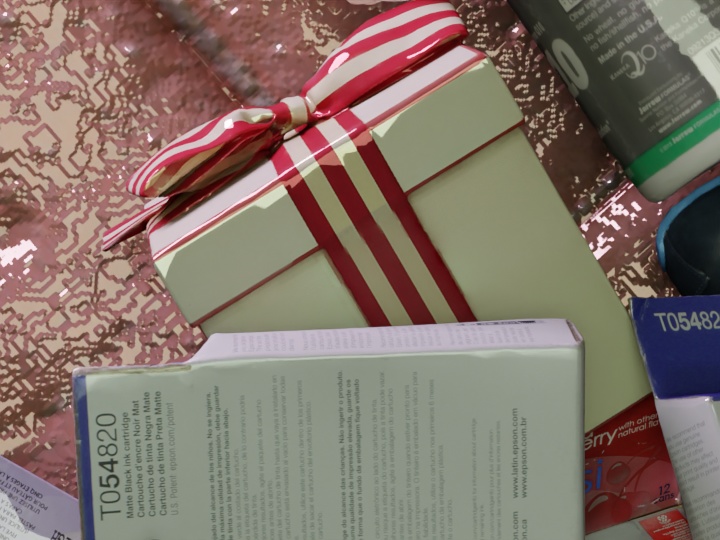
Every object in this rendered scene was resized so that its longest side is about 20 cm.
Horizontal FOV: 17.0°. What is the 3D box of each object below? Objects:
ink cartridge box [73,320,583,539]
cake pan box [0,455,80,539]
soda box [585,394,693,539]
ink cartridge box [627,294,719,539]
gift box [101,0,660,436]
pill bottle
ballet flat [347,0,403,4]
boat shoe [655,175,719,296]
[{"bbox_3d":[-0.010,0.122,0.960,0.199,0.041,0.201,-2,104,-5],"label":"ink cartridge box"},{"bbox_3d":[-0.132,0.202,1.049,0.199,0.052,0.185,31,77,0],"label":"cake pan box"},{"bbox_3d":[0.074,0.120,1.052,0.199,0.070,0.063,-22,128,31],"label":"soda box"},{"bbox_3d":[0.218,0.095,0.998,0.199,0.041,0.201,-3,69,-35],"label":"ink cartridge box"},{"bbox_3d":[0.000,0.000,1.064,0.184,0.200,0.187,-32,102,-6],"label":"gift box"},{"bbox_3d":[0.123,-0.142,1.103,0.113,0.113,0.200,-34,86,-2],"label":"pill bottle"},{"bbox_3d":[-0.010,-0.159,1.099,0.199,0.064,0.076,29,48,33],"label":"ballet flat"},{"bbox_3d":[0.236,-0.038,1.118,0.200,0.084,0.069,-34,68,11],"label":"boat shoe"}]
